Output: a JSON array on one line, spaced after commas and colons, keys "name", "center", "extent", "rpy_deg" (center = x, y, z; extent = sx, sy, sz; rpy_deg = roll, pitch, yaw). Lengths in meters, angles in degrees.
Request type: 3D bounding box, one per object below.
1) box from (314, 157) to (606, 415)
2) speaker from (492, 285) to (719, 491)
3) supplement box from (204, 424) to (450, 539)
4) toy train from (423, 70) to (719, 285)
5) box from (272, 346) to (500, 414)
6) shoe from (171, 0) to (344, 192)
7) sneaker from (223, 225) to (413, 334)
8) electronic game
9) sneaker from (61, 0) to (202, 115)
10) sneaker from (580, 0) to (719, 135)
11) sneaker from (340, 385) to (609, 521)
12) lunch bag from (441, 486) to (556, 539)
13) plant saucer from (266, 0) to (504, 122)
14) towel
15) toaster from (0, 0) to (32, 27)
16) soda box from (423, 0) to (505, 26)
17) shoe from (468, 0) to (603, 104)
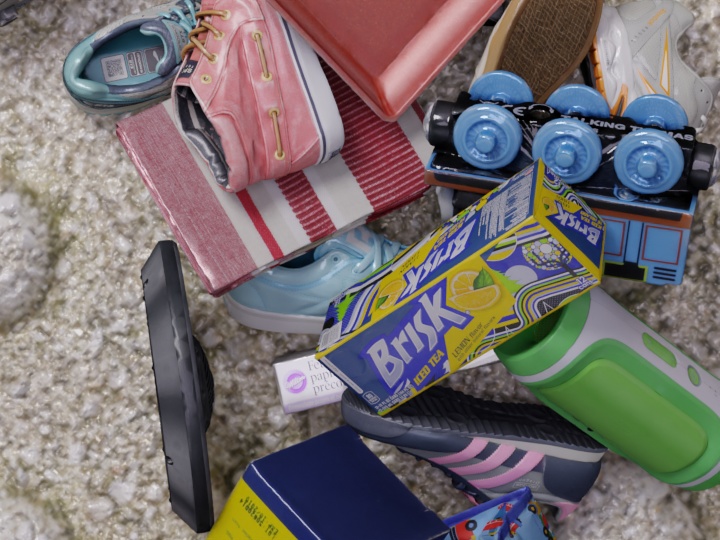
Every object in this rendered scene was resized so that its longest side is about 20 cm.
[{"name": "box", "center": [0.064, 0.014, 1.234], "extent": [0.070, 0.064, 0.200], "rpy_deg": [42, 126, -21]}, {"name": "speaker", "center": [0.182, 0.077, 1.294], "extent": [0.200, 0.088, 0.089], "rpy_deg": [35, 94, -31]}, {"name": "supplement box", "center": [-0.047, 0.222, 1.278], "extent": [0.109, 0.109, 0.200], "rpy_deg": [44, 123, 22]}, {"name": "toy train", "center": [0.138, -0.061, 1.251], "extent": [0.199, 0.087, 0.115], "rpy_deg": [9, 119, 9]}, {"name": "box", "center": [0.037, 0.060, 1.354], "extent": [0.199, 0.041, 0.039], "rpy_deg": [-14, 94, 0]}, {"name": "shoe", "center": [-0.089, -0.154, 1.250], "extent": [0.091, 0.071, 0.201], "rpy_deg": [-24, 92, -25]}, {"name": "sneaker", "center": [0.000, 0.000, 1.319], "extent": [0.199, 0.074, 0.082], "rpy_deg": [-2, 135, 0]}, {"name": "electronic game", "center": [-0.120, 0.079, 1.277], "extent": [0.041, 0.200, 0.201], "rpy_deg": [-8, 94, -8]}, {"name": "sneaker", "center": [-0.117, -0.158, 1.317], "extent": [0.199, 0.086, 0.078], "rpy_deg": [-23, 93, 1]}, {"name": "sneaker", "center": [0.218, -0.098, 1.328], "extent": [0.091, 0.076, 0.201], "rpy_deg": [-12, 95, -3]}, {"name": "sneaker", "center": [0.075, 0.134, 1.330], "extent": [0.199, 0.070, 0.082], "rpy_deg": [13, 114, -12]}, {"name": "lunch bag", "center": [0.059, 0.265, 1.330], "extent": [0.199, 0.094, 0.151], "rpy_deg": [-23, 100, 28]}, {"name": "plant saucer", "center": [0.022, -0.231, 1.230], "extent": [0.200, 0.037, 0.200], "rpy_deg": [-48, 127, 0]}, {"name": "towel", "center": [-0.051, -0.082, 1.299], "extent": [0.199, 0.023, 0.144], "rpy_deg": [-26, 73, -17]}, {"name": "toaster", "center": [-0.253, -0.277, 1.287], "extent": [0.129, 0.114, 0.201], "rpy_deg": [-22, 94, 16]}, {"name": "soda box", "center": [0.071, -0.275, 1.320], "extent": [0.070, 0.063, 0.201], "rpy_deg": [3, 94, -1]}, {"name": "shoe", "center": [0.106, -0.137, 1.312], "extent": [0.070, 0.053, 0.201], "rpy_deg": [16, 110, -26]}]
